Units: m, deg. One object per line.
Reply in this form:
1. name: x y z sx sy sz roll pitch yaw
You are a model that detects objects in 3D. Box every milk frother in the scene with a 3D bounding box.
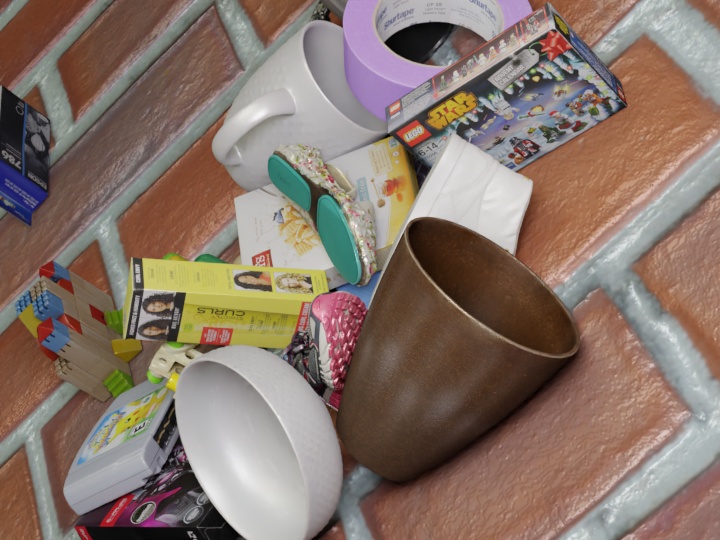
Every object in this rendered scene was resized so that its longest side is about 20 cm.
1. milk frother: -0.025 -0.323 1.732 0.199 0.188 0.182 -35 42 22

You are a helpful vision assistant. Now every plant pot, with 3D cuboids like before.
1. plant pot: 0.067 0.089 1.370 0.201 0.186 0.188 -56 36 23

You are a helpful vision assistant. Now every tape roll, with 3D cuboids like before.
1. tape roll: 0.081 -0.237 1.576 0.198 0.066 0.202 0 51 0

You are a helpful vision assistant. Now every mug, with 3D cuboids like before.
1. mug: -0.082 -0.160 1.644 0.175 0.199 0.149 -37 79 32

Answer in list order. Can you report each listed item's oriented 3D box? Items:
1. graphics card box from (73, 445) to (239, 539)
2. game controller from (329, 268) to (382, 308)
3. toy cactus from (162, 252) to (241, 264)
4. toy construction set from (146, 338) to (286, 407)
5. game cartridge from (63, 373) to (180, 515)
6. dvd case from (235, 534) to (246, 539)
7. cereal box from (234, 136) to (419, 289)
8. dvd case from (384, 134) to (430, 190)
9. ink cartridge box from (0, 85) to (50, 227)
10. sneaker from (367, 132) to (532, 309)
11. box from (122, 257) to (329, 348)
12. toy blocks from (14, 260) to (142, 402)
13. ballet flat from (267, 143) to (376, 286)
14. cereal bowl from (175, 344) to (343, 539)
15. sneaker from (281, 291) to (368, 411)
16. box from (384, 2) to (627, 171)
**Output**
1. graphics card box: -0.191 0.239 1.564 0.199 0.051 0.126 -6 33 41
2. game controller: 0.000 0.000 1.572 0.104 0.042 0.200 -47 48 10
3. toy cactus: -0.147 0.031 1.693 0.164 0.103 0.200 -35 36 -7
4. toy construction set: -0.133 0.099 1.559 0.132 0.198 0.093 -72 -1 -51
5. game cartridge: -0.247 0.179 1.645 0.133 0.041 0.201 -31 19 26
6. dvd case: -0.145 0.345 1.496 0.149 0.025 0.202 -4 60 44
7. cereal box: -0.032 -0.049 1.578 0.198 0.040 0.145 -21 50 12
8. dvd case: 0.025 -0.101 1.656 0.199 0.016 0.150 10 71 47
9. ink cartridge box: -0.490 -0.165 2.152 0.039 0.099 0.201 -30 45 24
10. sneaker: 0.091 -0.019 1.467 0.201 0.115 0.074 -61 5 20
11. box: -0.134 0.034 1.504 0.050 0.198 0.076 -103 23 -46
12. toy blocks: -0.353 0.064 1.818 0.100 0.136 0.201 -41 40 15
13. ballet flat: -0.024 -0.065 1.519 0.200 0.063 0.076 53 146 34
14. cereal bowl: -0.084 0.158 1.418 0.083 0.202 0.199 -27 23 -37
15. sneaker: -0.038 0.078 1.436 0.074 0.201 0.081 21 65 9
16. box: 0.142 -0.161 1.486 0.199 0.137 0.040 -31 43 26
